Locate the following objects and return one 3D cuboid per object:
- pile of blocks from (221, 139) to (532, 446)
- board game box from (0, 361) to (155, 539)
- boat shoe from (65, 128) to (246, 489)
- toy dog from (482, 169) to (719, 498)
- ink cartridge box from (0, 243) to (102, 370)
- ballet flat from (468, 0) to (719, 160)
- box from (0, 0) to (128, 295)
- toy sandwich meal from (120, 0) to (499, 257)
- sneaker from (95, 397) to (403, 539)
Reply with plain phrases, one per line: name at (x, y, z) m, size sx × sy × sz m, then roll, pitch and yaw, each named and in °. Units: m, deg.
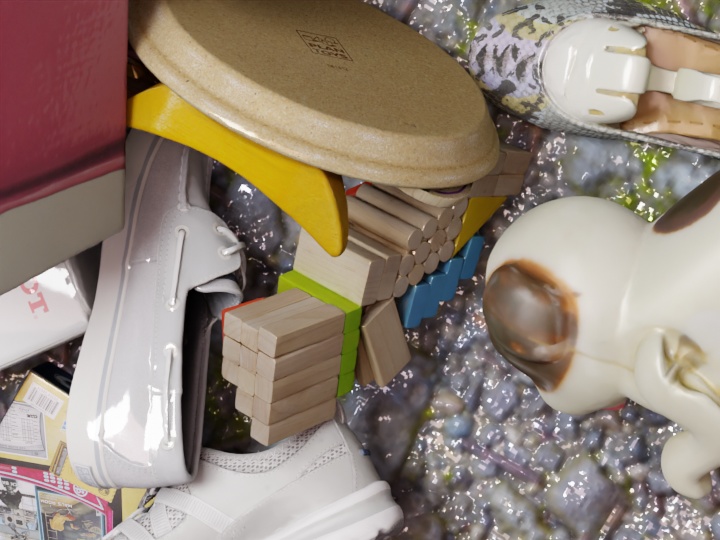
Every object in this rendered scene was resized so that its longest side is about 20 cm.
pile of blocks at (0.000, 0.000, 0.845) m, size 0.062 × 0.082 × 0.200 m, roll 28°, pitch 57°, yaw 35°
board game box at (-0.116, 0.158, 0.898) m, size 0.199 × 0.035 × 0.136 m, roll 32°, pitch 97°, yaw 3°
boat shoe at (-0.088, 0.008, 0.837) m, size 0.068 × 0.072 × 0.201 m, roll 4°, pitch 63°, yaw 14°
toy dog at (0.153, 0.012, 0.801) m, size 0.198 × 0.140 × 0.195 m, roll -8°, pitch 121°, yaw 22°
ink cartridge box at (-0.238, -0.004, 0.874) m, size 0.199 × 0.084 × 0.146 m, roll -23°, pitch 90°, yaw 7°
ballet flat at (0.149, -0.091, 0.835) m, size 0.198 × 0.072 × 0.073 m, roll 12°, pitch 95°, yaw 5°
box at (-0.175, -0.106, 0.718) m, size 0.127 × 0.109 × 0.202 m, roll 19°, pitch 119°, yaw 26°
toy sandwich meal at (-0.034, -0.077, 0.808) m, size 0.204 × 0.205 × 0.071 m, roll 26°, pitch 116°, yaw 3°
sneaker at (-0.082, 0.125, 0.849) m, size 0.198 × 0.075 × 0.083 m, roll -20°, pitch 76°, yaw 1°
